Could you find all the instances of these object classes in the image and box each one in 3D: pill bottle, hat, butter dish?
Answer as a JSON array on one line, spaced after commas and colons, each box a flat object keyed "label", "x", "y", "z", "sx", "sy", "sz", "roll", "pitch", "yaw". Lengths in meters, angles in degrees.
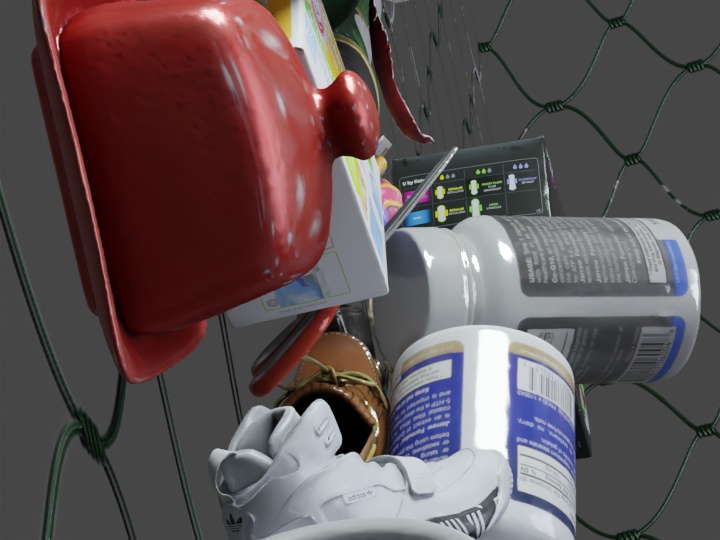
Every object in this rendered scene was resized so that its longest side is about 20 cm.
[{"label": "pill bottle", "x": 0.116, "y": 0.020, "z": 1.573, "sx": 0.114, "sy": 0.199, "sz": 0.114, "roll": -179, "pitch": -90, "yaw": -68}, {"label": "hat", "x": -0.024, "y": -0.156, "z": 1.504, "sx": 0.200, "sy": 0.165, "sz": 0.177, "roll": -17, "pitch": 96, "yaw": -74}, {"label": "butter dish", "x": -0.063, "y": -0.061, "z": 1.143, "sx": 0.200, "sy": 0.147, "sz": 0.200, "roll": -41, "pitch": 119, "yaw": -81}, {"label": "pill bottle", "x": 0.074, "y": 0.147, "z": 1.457, "sx": 0.120, "sy": 0.119, "sz": 0.201, "roll": 68, "pitch": 21, "yaw": -51}]

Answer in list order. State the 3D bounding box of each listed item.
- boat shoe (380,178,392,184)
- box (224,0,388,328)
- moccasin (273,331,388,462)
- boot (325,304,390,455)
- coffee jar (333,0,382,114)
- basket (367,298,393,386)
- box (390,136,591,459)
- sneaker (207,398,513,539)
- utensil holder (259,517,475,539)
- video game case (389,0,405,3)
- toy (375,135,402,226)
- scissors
[{"label": "boat shoe", "x": -0.009, "y": -0.058, "z": 1.780, "sx": 0.200, "sy": 0.068, "sz": 0.085, "roll": -50, "pitch": 128, "yaw": -77}, {"label": "box", "x": -0.057, "y": -0.081, "z": 1.370, "sx": 0.113, "sy": 0.101, "sz": 0.200, "roll": -94, "pitch": 169, "yaw": -45}, {"label": "moccasin", "x": -0.022, "y": 0.097, "z": 1.472, "sx": 0.202, "sy": 0.073, "sz": 0.078, "roll": -71, "pitch": 166, "yaw": -58}, {"label": "boot", "x": 0.011, "y": 0.108, "z": 1.705, "sx": 0.200, "sy": 0.069, "sz": 0.175, "roll": 61, "pitch": 13, "yaw": -79}, {"label": "coffee jar", "x": -0.038, "y": -0.140, "z": 1.584, "sx": 0.200, "sy": 0.104, "sz": 0.086, "roll": -86, "pitch": 161, "yaw": -60}, {"label": "basket", "x": 0.103, "y": 0.045, "z": 2.089, "sx": 0.200, "sy": 0.160, "sz": 0.199, "roll": -91, "pitch": 166, "yaw": -57}, {"label": "box", "x": 0.097, "y": 0.027, "z": 1.750, "sx": 0.149, "sy": 0.124, "sz": 0.201, "roll": 70, "pitch": 14, "yaw": -54}, {"label": "sneaker", "x": 0.000, "y": 0.117, "z": 1.317, "sx": 0.200, "sy": 0.075, "sz": 0.115, "roll": -27, "pitch": 101, "yaw": -36}, {"label": "utensil holder", "x": -0.002, "y": 0.242, "z": 1.081, "sx": 0.170, "sy": 0.169, "sz": 0.201, "roll": -79, "pitch": 159, "yaw": -70}, {"label": "video game case", "x": -0.033, "y": -0.254, "z": 1.332, "sx": 0.200, "sy": 0.023, "sz": 0.183, "roll": 5, "pitch": 72, "yaw": -64}, {"label": "toy", "x": -0.004, "y": -0.032, "z": 1.574, "sx": 0.047, "sy": 0.115, "sz": 0.200, "roll": 37, "pitch": 3, "yaw": -2}, {"label": "scissors", "x": 0.000, "y": 0.000, "z": 1.434, "sx": 0.014, "sy": 0.200, "sz": 0.073, "roll": 44, "pitch": -4, "yaw": -7}]
